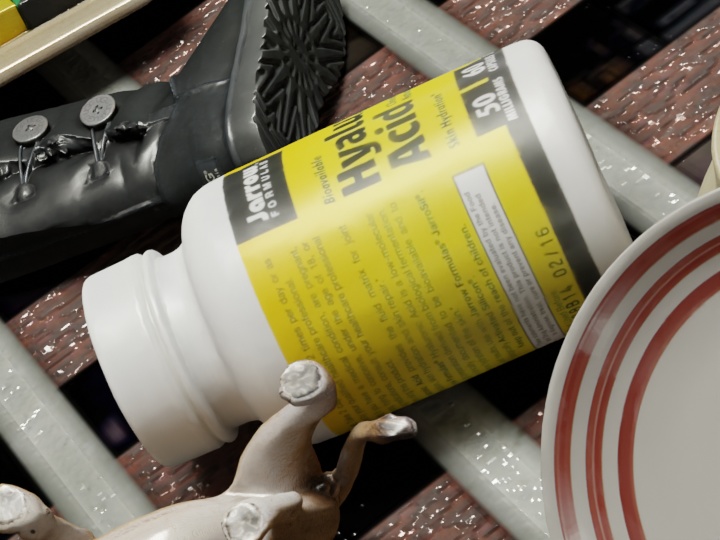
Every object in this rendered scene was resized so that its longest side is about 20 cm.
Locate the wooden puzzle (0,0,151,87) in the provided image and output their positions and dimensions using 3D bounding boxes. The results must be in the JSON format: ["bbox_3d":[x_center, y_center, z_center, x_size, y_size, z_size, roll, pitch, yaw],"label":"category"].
[{"bbox_3d":[-0.205,-0.129,1.225,0.200,0.037,0.185,-35,29,-6],"label":"wooden puzzle"}]

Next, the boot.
[{"bbox_3d":[-0.114,-0.070,1.114,0.200,0.066,0.165,-19,32,24],"label":"boot"}]

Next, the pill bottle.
[{"bbox_3d":[0.000,0.000,0.920,0.200,0.111,0.111,-25,39,6],"label":"pill bottle"}]

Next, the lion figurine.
[{"bbox_3d":[-0.067,0.101,0.861,0.200,0.123,0.073,-16,66,4],"label":"lion figurine"}]

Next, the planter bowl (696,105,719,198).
[{"bbox_3d":[0.191,-0.009,0.795,0.200,0.135,0.200,-18,40,15],"label":"planter bowl"}]

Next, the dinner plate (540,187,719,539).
[{"bbox_3d":[0.149,0.066,0.724,0.200,0.201,0.024,-3,9,29],"label":"dinner plate"}]
